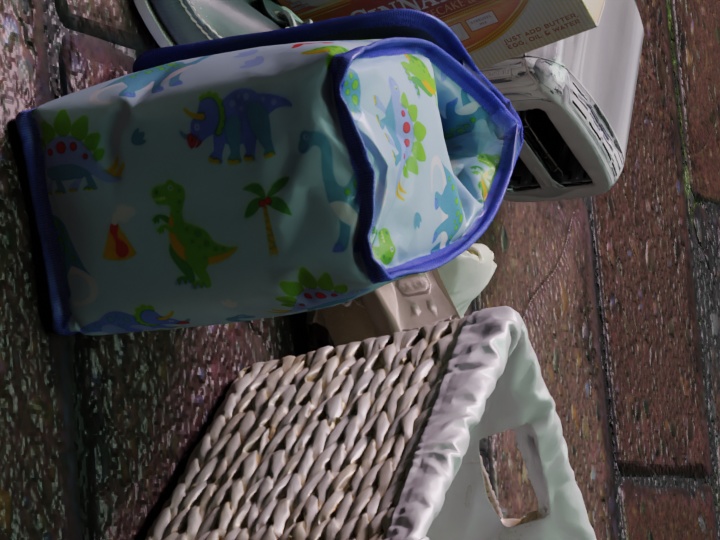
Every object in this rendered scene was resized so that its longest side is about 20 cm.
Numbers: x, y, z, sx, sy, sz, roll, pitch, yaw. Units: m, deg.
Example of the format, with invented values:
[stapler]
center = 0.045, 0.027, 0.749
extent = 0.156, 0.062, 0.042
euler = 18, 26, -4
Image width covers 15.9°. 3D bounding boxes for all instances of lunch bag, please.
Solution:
[lunch bag]
center = -0.034, -0.047, 1.179
extent = 0.200, 0.169, 0.128
euler = -14, 96, -66

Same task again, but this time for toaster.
[toaster]
center = 0.108, -0.129, 1.605
extent = 0.200, 0.113, 0.130
euler = 50, 43, -54

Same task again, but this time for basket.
[basket]
center = 0.012, 0.154, 1.232
extent = 0.200, 0.160, 0.199
euler = -62, 138, -52

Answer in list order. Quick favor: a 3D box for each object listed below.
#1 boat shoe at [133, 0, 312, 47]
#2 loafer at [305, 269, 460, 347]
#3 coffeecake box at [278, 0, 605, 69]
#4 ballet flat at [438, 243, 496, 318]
[boat shoe]
center = -0.034, -0.107, 1.285
extent = 0.200, 0.062, 0.073
euler = 43, 42, -31
[loafer]
center = 0.000, 0.000, 1.372
extent = 0.075, 0.068, 0.201
euler = 1, 65, -48
[coffeecake box]
center = 0.016, -0.197, 1.318
extent = 0.200, 0.153, 0.073
euler = 55, 35, -28
[ballet flat]
center = 0.036, -0.024, 1.456
extent = 0.068, 0.068, 0.201
euler = -23, 104, -66
